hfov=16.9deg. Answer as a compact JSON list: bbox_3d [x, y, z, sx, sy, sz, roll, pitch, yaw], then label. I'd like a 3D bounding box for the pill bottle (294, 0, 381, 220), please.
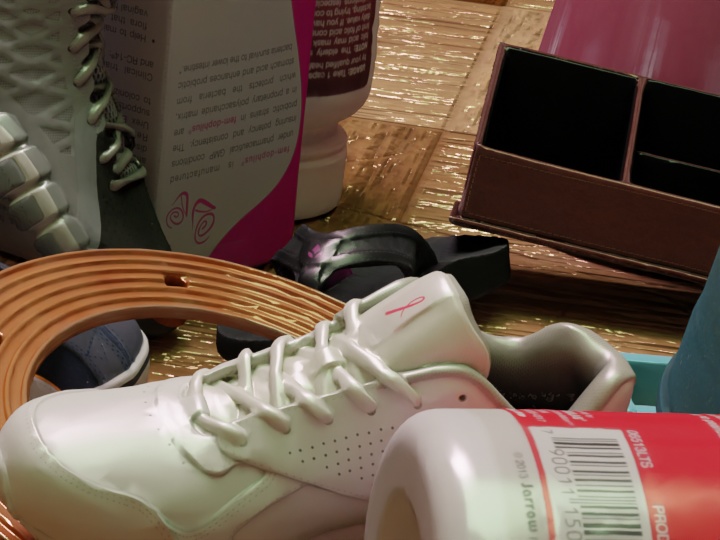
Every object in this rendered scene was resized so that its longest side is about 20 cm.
[{"bbox_3d":[-0.047,-0.132,1.115,0.114,0.201,0.114,6,18,-2],"label":"pill bottle"}]

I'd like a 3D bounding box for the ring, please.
[{"bbox_3d":[-0.043,0.057,0.771,0.200,0.019,0.201,14,31,-8],"label":"ring"}]

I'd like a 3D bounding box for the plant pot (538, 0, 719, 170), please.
[{"bbox_3d":[0.171,-0.108,1.153,0.199,0.180,0.200,6,19,-2],"label":"plant pot"}]

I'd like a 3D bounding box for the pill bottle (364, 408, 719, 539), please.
[{"bbox_3d":[0.106,0.094,0.636,0.199,0.113,0.112,3,19,-11],"label":"pill bottle"}]

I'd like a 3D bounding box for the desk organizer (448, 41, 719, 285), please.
[{"bbox_3d":[0.144,-0.037,1.039,0.199,0.077,0.072,14,7,2],"label":"desk organizer"}]

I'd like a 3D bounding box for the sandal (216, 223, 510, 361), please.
[{"bbox_3d":[-0.001,0.000,0.958,0.075,0.048,0.200,-2,11,23],"label":"sandal"}]

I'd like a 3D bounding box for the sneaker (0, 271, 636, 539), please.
[{"bbox_3d":[-0.009,0.039,0.702,0.199,0.100,0.078,0,39,-29],"label":"sneaker"}]

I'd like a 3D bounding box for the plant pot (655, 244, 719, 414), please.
[{"bbox_3d":[0.216,-0.012,0.800,0.199,0.189,0.200,9,26,-5],"label":"plant pot"}]

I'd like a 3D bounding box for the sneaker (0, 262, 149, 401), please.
[{"bbox_3d":[-0.146,0.020,0.830,0.078,0.080,0.200,19,21,35],"label":"sneaker"}]

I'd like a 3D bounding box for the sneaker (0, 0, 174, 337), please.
[{"bbox_3d":[-0.102,-0.078,0.928,0.115,0.200,0.075,-38,11,3],"label":"sneaker"}]

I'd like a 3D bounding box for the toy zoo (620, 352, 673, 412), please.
[{"bbox_3d":[0.097,0.060,0.878,0.199,0.021,0.131,5,19,-4],"label":"toy zoo"}]

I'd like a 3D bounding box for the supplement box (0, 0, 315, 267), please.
[{"bbox_3d":[-0.086,-0.101,1.016,0.103,0.201,0.101,17,20,32],"label":"supplement box"}]
